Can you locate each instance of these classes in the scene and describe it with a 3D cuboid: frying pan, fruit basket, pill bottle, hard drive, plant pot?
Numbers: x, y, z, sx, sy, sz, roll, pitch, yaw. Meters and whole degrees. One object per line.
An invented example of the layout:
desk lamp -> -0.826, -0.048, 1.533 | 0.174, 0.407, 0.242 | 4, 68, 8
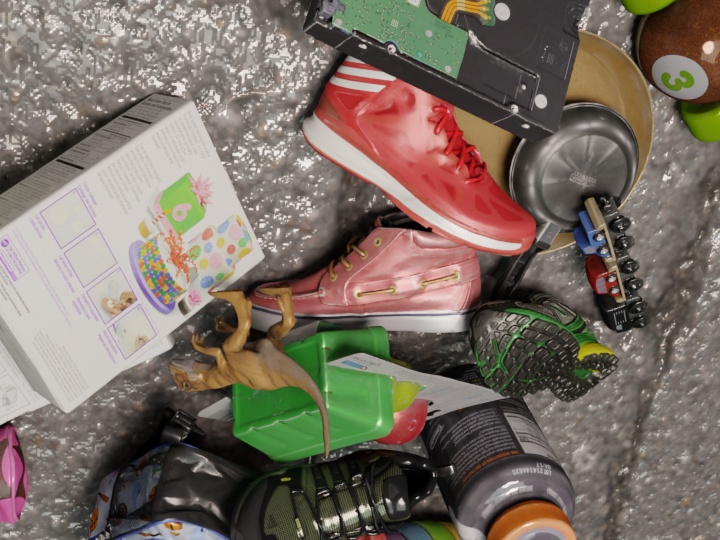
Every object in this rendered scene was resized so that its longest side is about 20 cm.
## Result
frying pan -> 0.151, -0.055, 0.914 | 0.190, 0.031, 0.115 | -43, 119, 8
fruit basket -> -0.002, 0.103, 0.915 | 0.185, 0.094, 0.200 | -22, 159, 38
pill bottle -> 0.120, 0.178, 0.964 | 0.106, 0.200, 0.107 | -6, 120, -10
hard drive -> 0.068, -0.194, 0.797 | 0.199, 0.038, 0.140 | 21, 75, -22
plant pot -> 0.144, -0.106, 0.914 | 0.199, 0.028, 0.201 | -5, 119, -10

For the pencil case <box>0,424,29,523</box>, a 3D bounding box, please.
pencil case -> -0.376, 0.193, 0.919 | 0.199, 0.091, 0.094 | -12, 121, -9

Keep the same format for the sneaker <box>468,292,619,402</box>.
sneaker -> 0.142, 0.058, 0.939 | 0.078, 0.085, 0.200 | -44, 149, 15

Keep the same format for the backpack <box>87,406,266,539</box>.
backpack -> -0.141, 0.232, 0.942 | 0.200, 0.154, 0.190 | 34, 147, -25

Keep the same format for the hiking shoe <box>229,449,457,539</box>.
hiking shoe -> -0.013, 0.178, 0.871 | 0.100, 0.200, 0.076 | -21, 87, 42

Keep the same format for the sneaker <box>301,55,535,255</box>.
sneaker -> 0.063, -0.101, 0.835 | 0.200, 0.078, 0.116 | 28, 114, -3

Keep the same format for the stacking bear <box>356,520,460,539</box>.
stacking bear -> 0.081, 0.288, 1.071 | 0.199, 0.121, 0.114 | -3, 79, -26

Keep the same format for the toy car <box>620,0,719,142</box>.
toy car -> 0.307, -0.167, 0.817 | 0.158, 0.200, 0.164 | -35, 120, 7

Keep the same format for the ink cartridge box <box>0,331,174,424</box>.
ink cartridge box -> -0.272, 0.031, 0.878 | 0.199, 0.057, 0.163 | -22, 121, 4

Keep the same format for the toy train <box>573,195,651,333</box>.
toy train -> 0.215, -0.001, 0.951 | 0.046, 0.034, 0.200 | -20, 144, 8

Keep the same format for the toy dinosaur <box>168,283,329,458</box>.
toy dinosaur -> -0.069, 0.066, 0.826 | 0.060, 0.200, 0.107 | -7, 96, -40

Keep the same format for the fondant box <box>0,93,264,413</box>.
fondant box -> -0.182, -0.016, 0.814 | 0.200, 0.058, 0.145 | -39, 125, -25

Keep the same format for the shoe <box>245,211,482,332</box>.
shoe -> 0.000, 0.000, 0.907 | 0.199, 0.072, 0.091 | -1, 108, 3
